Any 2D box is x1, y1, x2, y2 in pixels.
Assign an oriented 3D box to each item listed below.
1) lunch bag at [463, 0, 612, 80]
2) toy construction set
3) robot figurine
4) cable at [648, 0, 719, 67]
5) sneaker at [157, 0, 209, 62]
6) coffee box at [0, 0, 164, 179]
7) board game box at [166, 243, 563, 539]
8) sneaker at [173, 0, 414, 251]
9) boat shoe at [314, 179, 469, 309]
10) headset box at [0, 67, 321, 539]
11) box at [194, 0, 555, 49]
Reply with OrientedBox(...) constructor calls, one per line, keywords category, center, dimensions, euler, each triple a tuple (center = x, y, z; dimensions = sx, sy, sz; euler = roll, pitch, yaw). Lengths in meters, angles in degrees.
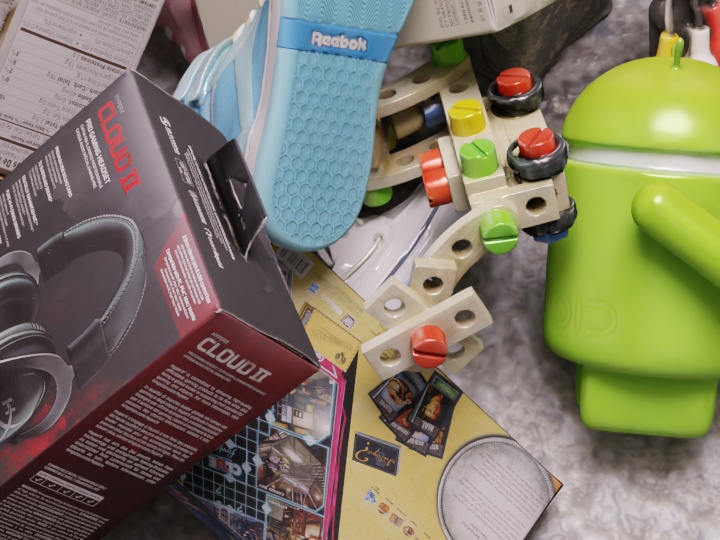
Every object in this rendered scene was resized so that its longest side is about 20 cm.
OrientedBox(category="lunch bag", center=(0.050, -0.226, 0.939), dimensions=(0.199, 0.165, 0.118), euler=(37, 68, 20))
OrientedBox(category="toy construction set", center=(0.037, -0.044, 0.804), dimensions=(0.129, 0.093, 0.202), euler=(-13, 49, 3))
OrientedBox(category="robot figurine", center=(0.156, -0.018, 0.831), dimensions=(0.114, 0.175, 0.203), euler=(5, 97, 6))
OrientedBox(category="cable", center=(0.189, -0.160, 0.893), dimensions=(0.096, 0.201, 0.050), euler=(-25, 42, -14))
OrientedBox(category="sneaker", center=(-0.114, -0.175, 0.976), dimensions=(0.104, 0.075, 0.203), euler=(-22, 83, 31))
OrientedBox(category="coffee box", center=(-0.166, -0.157, 0.884), dimensions=(0.202, 0.079, 0.114), euler=(-65, 32, 12))
OrientedBox(category="board game box", center=(-0.010, 0.096, 0.807), dimensions=(0.200, 0.035, 0.136), euler=(43, 70, -9))
OrientedBox(category="sneaker", center=(-0.040, -0.120, 0.792), dimensions=(0.079, 0.130, 0.202), euler=(12, 95, -33))
OrientedBox(category="boat shoe", center=(0.000, 0.000, 0.875), dimensions=(0.066, 0.074, 0.201), euler=(35, 70, -2))
OrientedBox(category="headset box", center=(-0.118, 0.022, 0.710), dimensions=(0.199, 0.077, 0.150), euler=(-38, 51, 17))
OrientedBox(category="box", center=(0.006, -0.155, 0.847), dimensions=(0.198, 0.069, 0.082), euler=(-3, 21, 40))
